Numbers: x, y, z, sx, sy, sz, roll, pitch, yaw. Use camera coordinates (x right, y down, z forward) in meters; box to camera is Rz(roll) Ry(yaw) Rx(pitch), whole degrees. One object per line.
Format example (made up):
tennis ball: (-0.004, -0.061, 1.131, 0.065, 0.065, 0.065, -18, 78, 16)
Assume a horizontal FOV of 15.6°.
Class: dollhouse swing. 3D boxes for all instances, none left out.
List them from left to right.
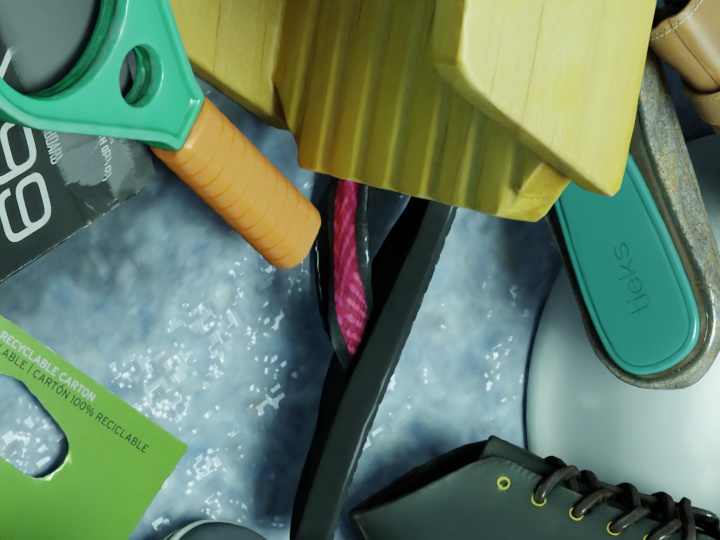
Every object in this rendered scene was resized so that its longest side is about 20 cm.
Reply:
dollhouse swing: (-0.034, -0.122, 0.783, 0.175, 0.200, 0.183, 7, 95, -34)

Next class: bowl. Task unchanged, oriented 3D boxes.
bowl: (0.168, 0.051, 1.011, 0.200, 0.090, 0.202, -7, 103, -31)

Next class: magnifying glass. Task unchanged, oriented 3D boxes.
magnifying glass: (-0.067, -0.057, 0.818, 0.200, 0.022, 0.080, 46, 62, -51)

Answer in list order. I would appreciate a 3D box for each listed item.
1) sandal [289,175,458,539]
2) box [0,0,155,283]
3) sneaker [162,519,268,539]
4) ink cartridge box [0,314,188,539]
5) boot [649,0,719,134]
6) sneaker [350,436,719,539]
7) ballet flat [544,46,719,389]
sandal: (0.000, 0.000, 0.909, 0.045, 0.075, 0.201, 20, 95, -3)
box: (-0.149, -0.081, 0.770, 0.157, 0.050, 0.201, -35, 127, -36)
sneaker: (0.005, 0.160, 0.884, 0.078, 0.079, 0.200, -26, 78, -45)
ink cartridge box: (-0.142, 0.114, 0.833, 0.148, 0.076, 0.201, 37, 80, -32)
boot: (0.173, -0.087, 0.975, 0.155, 0.077, 0.200, 43, 43, -16)
sneaker: (0.099, 0.096, 0.925, 0.199, 0.075, 0.107, -22, 94, 7)
ballet flat: (0.085, -0.053, 0.946, 0.067, 0.068, 0.201, -2, 76, -63)
